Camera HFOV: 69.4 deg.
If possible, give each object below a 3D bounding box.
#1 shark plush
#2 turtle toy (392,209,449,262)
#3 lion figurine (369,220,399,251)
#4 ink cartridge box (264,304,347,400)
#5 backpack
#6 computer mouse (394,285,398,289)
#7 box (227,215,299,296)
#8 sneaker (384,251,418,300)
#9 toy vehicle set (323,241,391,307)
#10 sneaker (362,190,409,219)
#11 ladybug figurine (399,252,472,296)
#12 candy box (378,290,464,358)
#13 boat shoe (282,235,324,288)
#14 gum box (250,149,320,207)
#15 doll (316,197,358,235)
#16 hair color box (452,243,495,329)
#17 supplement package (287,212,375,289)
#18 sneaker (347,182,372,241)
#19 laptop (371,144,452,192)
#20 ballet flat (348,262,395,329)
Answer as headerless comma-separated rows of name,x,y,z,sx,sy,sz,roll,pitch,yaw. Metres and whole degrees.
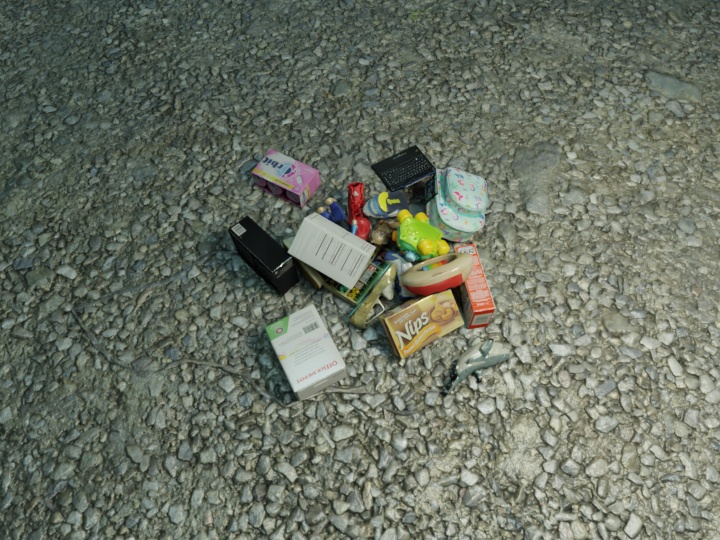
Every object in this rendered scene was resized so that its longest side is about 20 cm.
shark plush,0.294,0.249,1.328,0.200,0.091,0.084,-39,96,-24
turtle toy,0.166,-0.079,1.429,0.199,0.101,0.146,2,47,-48
lion figurine,0.118,-0.119,1.512,0.198,0.123,0.073,-16,104,-1
ink cartridge box,-0.141,0.213,1.351,0.144,0.084,0.201,-25,62,-12
backpack,0.284,-0.191,1.529,0.176,0.151,0.202,14,65,-19
computer mouse,0.167,0.000,1.493,0.199,0.034,0.059,-26,63,-12
box,-0.272,-0.041,1.471,0.079,0.142,0.200,-40,66,-22
sneaker,0.127,0.035,1.435,0.088,0.075,0.200,-43,79,-8
toy vehicle set,0.000,0.000,1.502,0.124,0.027,0.200,30,65,18
sneaker,0.080,-0.191,1.545,0.082,0.199,0.075,-23,80,32
ladybug figurine,0.199,0.014,1.351,0.198,0.072,0.136,-17,16,6
candy box,0.162,0.132,1.372,0.199,0.055,0.116,-26,100,-12
boat shoe,-0.153,-0.034,1.499,0.069,0.074,0.200,-32,59,-14
gum box,-0.242,-0.298,1.660,0.199,0.066,0.114,27,63,17
doll,-0.065,-0.112,1.525,0.136,0.048,0.201,-43,59,26
hair color box,0.302,0.044,1.418,0.063,0.111,0.201,-8,59,-3
supplement package,-0.075,-0.055,1.410,0.199,0.114,0.110,30,108,3
sneaker,-0.014,-0.183,1.541,0.078,0.116,0.201,-12,48,-3
laptop,0.158,-0.332,1.645,0.176,0.104,0.201,-26,62,-13
ballet flat,0.050,0.074,1.409,0.071,0.071,0.200,39,94,22
